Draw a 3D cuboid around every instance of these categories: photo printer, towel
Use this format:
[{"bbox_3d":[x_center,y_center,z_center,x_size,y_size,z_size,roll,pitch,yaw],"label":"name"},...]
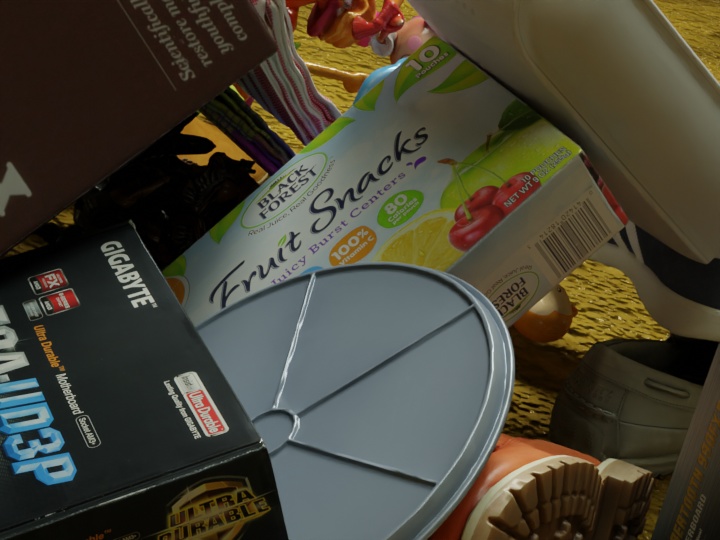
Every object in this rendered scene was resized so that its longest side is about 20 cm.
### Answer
[{"bbox_3d":[0.090,-0.104,0.981,0.200,0.069,0.166,44,0,-36],"label":"photo printer"},{"bbox_3d":[-0.090,-0.150,1.041,0.200,0.030,0.146,43,-8,26],"label":"towel"},{"bbox_3d":[-0.013,-0.034,1.097,0.200,0.023,0.144,43,3,3],"label":"towel"}]

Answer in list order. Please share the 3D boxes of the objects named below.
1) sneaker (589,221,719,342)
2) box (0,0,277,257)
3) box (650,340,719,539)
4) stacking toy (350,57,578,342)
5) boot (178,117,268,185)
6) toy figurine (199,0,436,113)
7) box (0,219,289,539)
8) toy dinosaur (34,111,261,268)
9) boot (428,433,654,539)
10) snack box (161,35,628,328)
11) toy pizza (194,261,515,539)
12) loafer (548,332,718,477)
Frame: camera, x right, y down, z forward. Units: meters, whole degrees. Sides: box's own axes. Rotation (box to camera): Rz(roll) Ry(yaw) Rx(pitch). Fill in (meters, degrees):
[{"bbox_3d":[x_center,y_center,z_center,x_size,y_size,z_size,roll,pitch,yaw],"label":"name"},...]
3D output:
[{"bbox_3d":[0.158,-0.033,1.087,0.075,0.085,0.200,9,17,-25],"label":"sneaker"},{"bbox_3d":[-0.173,-0.115,0.946,0.164,0.166,0.200,-38,18,-18],"label":"box"},{"bbox_3d":[0.232,0.087,0.925,0.199,0.159,0.048,4,23,-25],"label":"box"},{"bbox_3d":[0.067,-0.025,1.192,0.116,0.110,0.200,6,31,-26],"label":"stacking toy"},{"bbox_3d":[-0.121,-0.114,1.206,0.201,0.144,0.071,-1,27,-38],"label":"boot"},{"bbox_3d":[-0.002,-0.141,1.336,0.184,0.200,0.150,21,39,-18],"label":"toy figurine"},{"bbox_3d":[-0.132,0.061,0.814,0.158,0.046,0.200,-18,30,-12],"label":"box"},{"bbox_3d":[-0.118,-0.033,1.121,0.199,0.103,0.136,-5,7,-1],"label":"toy dinosaur"},{"bbox_3d":[0.046,0.097,0.866,0.107,0.075,0.200,19,1,18],"label":"boot"},{"bbox_3d":[0.000,0.000,0.951,0.053,0.200,0.142,51,-3,-36],"label":"snack box"},{"bbox_3d":[-0.030,0.073,0.827,0.200,0.032,0.200,-21,33,15],"label":"toy pizza"},{"bbox_3d":[0.177,0.057,1.084,0.200,0.070,0.070,-7,31,-45],"label":"loafer"}]
